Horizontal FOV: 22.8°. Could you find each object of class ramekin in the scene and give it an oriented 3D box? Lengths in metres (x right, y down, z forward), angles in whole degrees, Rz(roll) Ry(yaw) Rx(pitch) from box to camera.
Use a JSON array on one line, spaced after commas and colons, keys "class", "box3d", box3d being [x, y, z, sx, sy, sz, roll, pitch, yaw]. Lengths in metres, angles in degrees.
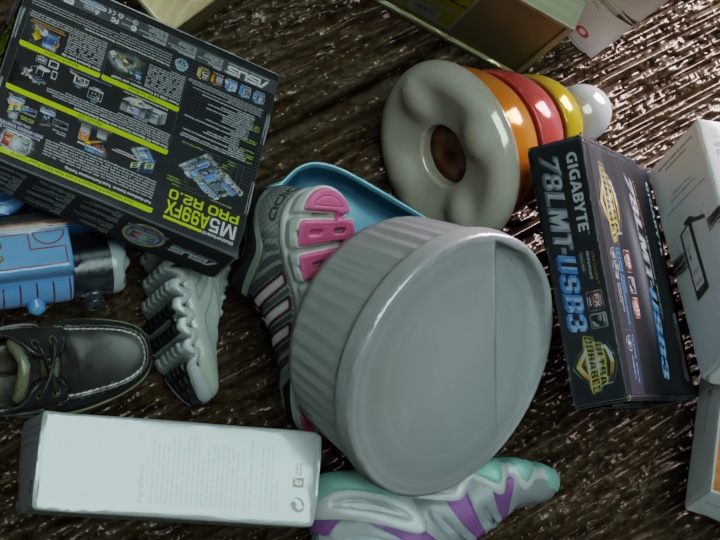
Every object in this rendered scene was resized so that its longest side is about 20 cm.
[{"class": "ramekin", "box3d": [0.038, 0.053, 1.273, 0.202, 0.094, 0.203, -21, 123, -37]}]

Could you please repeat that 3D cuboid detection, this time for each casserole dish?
[{"class": "casserole dish", "box3d": [0.000, 0.000, 1.369, 0.200, 0.039, 0.121, 31, 88, -8]}]

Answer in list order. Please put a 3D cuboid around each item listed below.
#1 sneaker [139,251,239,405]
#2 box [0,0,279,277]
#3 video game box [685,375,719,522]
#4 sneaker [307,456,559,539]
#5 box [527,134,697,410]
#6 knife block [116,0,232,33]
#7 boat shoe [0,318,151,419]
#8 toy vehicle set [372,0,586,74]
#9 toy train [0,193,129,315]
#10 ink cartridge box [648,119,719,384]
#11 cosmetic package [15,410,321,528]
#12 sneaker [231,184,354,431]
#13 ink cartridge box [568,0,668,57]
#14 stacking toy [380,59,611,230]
[{"class": "sneaker", "box3d": [-0.124, 0.000, 1.327, 0.081, 0.075, 0.200, -6, 81, -29]}, {"class": "box", "box3d": [-0.167, -0.105, 1.263, 0.200, 0.044, 0.160, 22, 60, -20]}, {"class": "video game box", "box3d": [0.359, 0.131, 1.439, 0.182, 0.047, 0.200, 21, 55, -11]}, {"class": "sneaker", "box3d": [0.058, 0.215, 1.339, 0.200, 0.078, 0.140, -4, 81, -9]}, {"class": "box", "box3d": [0.196, 0.007, 1.372, 0.050, 0.198, 0.200, -13, 80, 24]}, {"class": "knife block", "box3d": [-0.145, -0.204, 1.366, 0.200, 0.064, 0.176, 7, 77, -17]}, {"class": "boat shoe", "box3d": [-0.242, 0.074, 1.269, 0.200, 0.065, 0.073, -10, 90, -18]}, {"class": "toy vehicle set", "box3d": [0.065, -0.227, 1.406, 0.200, 0.124, 0.027, 27, 71, -11]}, {"class": "toy train", "box3d": [-0.256, -0.019, 1.271, 0.200, 0.087, 0.114, -7, 74, -18]}, {"class": "ink cartridge box", "box3d": [0.331, -0.010, 1.430, 0.146, 0.084, 0.200, 6, 56, -24]}, {"class": "cosmetic package", "box3d": [-0.138, 0.144, 1.271, 0.200, 0.102, 0.074, 8, 79, -18]}, {"class": "sneaker", "box3d": [-0.047, 0.023, 1.311, 0.074, 0.087, 0.200, -25, 123, -35]}, {"class": "ink cartridge box", "box3d": [0.203, -0.277, 1.423, 0.084, 0.200, 0.145, -43, 93, -24]}, {"class": "stacking toy", "box3d": [0.129, -0.113, 1.416, 0.200, 0.146, 0.146, -21, 85, -36]}]
